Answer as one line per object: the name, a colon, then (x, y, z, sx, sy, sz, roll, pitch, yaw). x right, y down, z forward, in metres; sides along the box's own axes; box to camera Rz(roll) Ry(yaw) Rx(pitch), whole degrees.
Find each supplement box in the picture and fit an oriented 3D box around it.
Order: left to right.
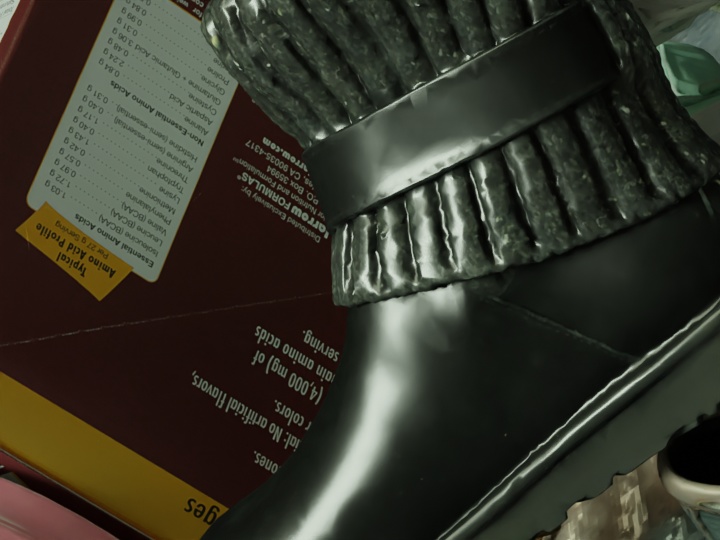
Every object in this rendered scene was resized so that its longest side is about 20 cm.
supplement box: (-0.075, 0.005, 0.923, 0.133, 0.197, 0.200, -17, 46, 53)

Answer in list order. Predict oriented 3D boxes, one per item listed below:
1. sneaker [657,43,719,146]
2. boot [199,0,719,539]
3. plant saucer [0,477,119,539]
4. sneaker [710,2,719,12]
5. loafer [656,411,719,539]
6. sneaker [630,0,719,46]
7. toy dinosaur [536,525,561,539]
sneaker: (0.103, -0.042, 0.793, 0.200, 0.074, 0.118, -30, 33, 40)
boot: (0.001, -0.001, 0.713, 0.211, 0.158, 0.079, -38, 8, 17)
plant saucer: (-0.113, 0.119, 0.862, 0.201, 0.201, 0.051, -17, 38, 53)
sneaker: (0.111, -0.131, 0.850, 0.111, 0.077, 0.200, -39, 13, -24)
loafer: (0.154, 0.036, 0.644, 0.200, 0.063, 0.072, -29, 37, 44)
sneaker: (0.076, -0.091, 0.739, 0.070, 0.080, 0.200, -19, 22, -20)
toy dinosaur: (0.014, 0.112, 0.792, 0.106, 0.060, 0.200, -34, 5, 32)
